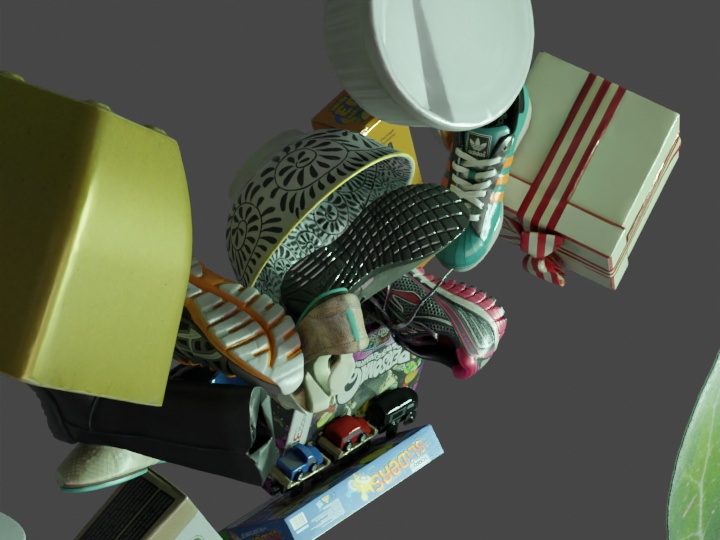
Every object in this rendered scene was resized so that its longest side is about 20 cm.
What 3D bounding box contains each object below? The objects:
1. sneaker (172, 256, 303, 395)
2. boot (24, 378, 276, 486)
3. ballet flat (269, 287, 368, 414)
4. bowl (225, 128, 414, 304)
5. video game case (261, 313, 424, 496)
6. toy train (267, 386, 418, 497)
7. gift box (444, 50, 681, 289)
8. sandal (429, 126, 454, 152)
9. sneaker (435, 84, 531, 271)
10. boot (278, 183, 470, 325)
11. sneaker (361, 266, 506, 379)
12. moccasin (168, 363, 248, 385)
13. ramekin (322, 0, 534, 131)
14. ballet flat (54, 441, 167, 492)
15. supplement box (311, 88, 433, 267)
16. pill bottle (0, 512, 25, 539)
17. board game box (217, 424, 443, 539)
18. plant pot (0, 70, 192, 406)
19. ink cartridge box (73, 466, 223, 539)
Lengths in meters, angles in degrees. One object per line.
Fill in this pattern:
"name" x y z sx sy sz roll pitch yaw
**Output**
"sneaker" -0.128 0.050 1.564 0.078 0.200 0.078 -24 140 -45
"boot" -0.174 0.099 1.519 0.165 0.199 0.066 73 36 -48
"ballet flat" -0.043 0.085 1.597 0.068 0.068 0.200 -21 164 -25
"bowl" -0.055 -0.062 1.639 0.200 0.094 0.201 -40 164 -14
"video game case" -0.012 0.115 1.837 0.199 0.036 0.182 -26 145 -40
"toy train" -0.014 0.166 1.819 0.199 0.034 0.046 -29 144 -37
"gift box" 0.204 -0.093 1.886 0.188 0.199 0.185 -63 161 -7
"sandal" 0.094 -0.187 1.795 0.079 0.059 0.207 -50 142 -18
"sneaker" 0.110 -0.101 1.767 0.080 0.071 0.201 55 50 -69
"boot" 0.000 0.000 1.670 0.199 0.068 0.131 -30 167 -18
"sneaker" 0.037 0.032 1.748 0.081 0.199 0.075 97 20 -51
"moccasin" -0.128 0.082 1.675 0.200 0.068 0.081 -18 114 -72
"ramekin" 0.054 -0.220 1.651 0.201 0.094 0.204 4 84 -42
"ballet flat" -0.200 0.148 1.651 0.200 0.067 0.063 -12 101 -54
"supplement box" 0.016 -0.079 1.762 0.067 0.069 0.201 -43 140 -27
"pill bottle" -0.340 0.300 1.512 0.119 0.119 0.201 0 112 -50
"board game box" -0.030 0.220 1.833 0.199 0.135 0.035 -29 94 -35
"plant pot" -0.238 -0.032 1.369 0.194 0.195 0.201 21 88 -64
"ink cartridge box" -0.196 0.304 1.728 0.165 0.075 0.200 -50 141 -16
